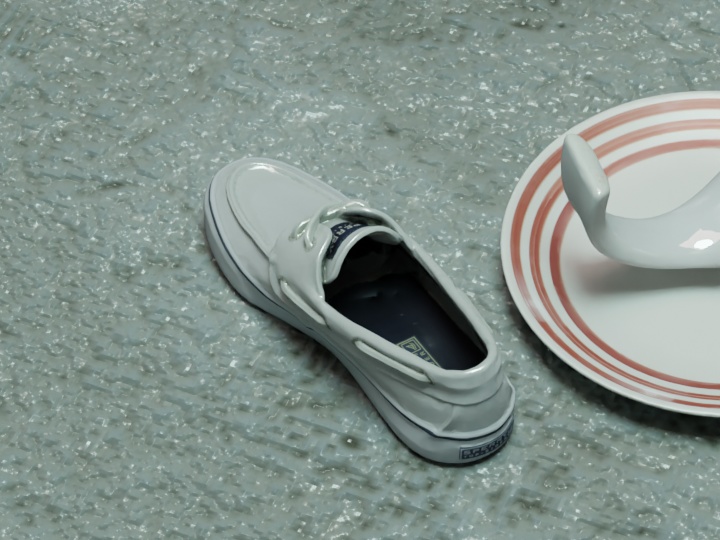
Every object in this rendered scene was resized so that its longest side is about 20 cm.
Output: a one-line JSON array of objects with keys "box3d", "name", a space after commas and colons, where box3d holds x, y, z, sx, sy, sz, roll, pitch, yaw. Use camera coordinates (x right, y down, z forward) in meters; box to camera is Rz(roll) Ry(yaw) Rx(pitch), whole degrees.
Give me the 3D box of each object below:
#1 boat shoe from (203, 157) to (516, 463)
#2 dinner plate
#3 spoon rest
[{"box3d": [0.000, 0.000, 1.169, 0.074, 0.065, 0.200, -34, 55, -25], "name": "boat shoe"}, {"box3d": [0.164, -0.006, 1.198, 0.200, 0.024, 0.200, -1, 47, 1], "name": "dinner plate"}, {"box3d": [0.181, -0.036, 1.182, 0.200, 0.061, 0.099, -4, 47, -20], "name": "spoon rest"}]
